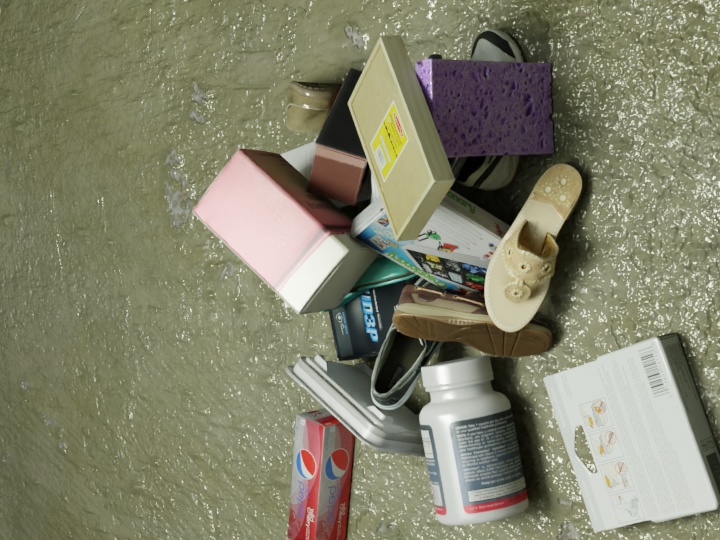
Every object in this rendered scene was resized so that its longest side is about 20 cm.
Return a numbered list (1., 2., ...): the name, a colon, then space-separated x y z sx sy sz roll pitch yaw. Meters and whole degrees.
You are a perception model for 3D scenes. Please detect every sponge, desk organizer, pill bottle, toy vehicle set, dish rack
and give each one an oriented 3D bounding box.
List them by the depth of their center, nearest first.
1. toy vehicle set: 0.043 -0.150 1.340 0.124 0.026 0.200 123 135 -55
2. sponge: 0.148 -0.189 1.374 0.030 0.200 0.112 5 99 50
3. pill bottle: 0.140 0.214 1.499 0.120 0.120 0.200 -12 87 46
4. desk organizer: -0.009 -0.177 1.537 0.072 0.200 0.077 17 130 2
5. dish rack: 0.008 0.178 1.607 0.200 0.172 0.044 39 102 35

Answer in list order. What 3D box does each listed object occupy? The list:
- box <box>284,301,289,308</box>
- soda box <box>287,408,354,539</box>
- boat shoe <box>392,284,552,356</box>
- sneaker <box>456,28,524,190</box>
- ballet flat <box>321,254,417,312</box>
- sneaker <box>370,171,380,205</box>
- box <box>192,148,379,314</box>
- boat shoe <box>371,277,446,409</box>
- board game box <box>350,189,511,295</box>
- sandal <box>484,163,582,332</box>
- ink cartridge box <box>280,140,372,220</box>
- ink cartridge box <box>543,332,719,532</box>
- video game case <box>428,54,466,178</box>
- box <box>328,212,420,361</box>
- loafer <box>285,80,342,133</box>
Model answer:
1. box: -0.088 0.023 1.677 0.200 0.041 0.039 -101 5 -86
2. soda box: -0.059 0.311 1.754 0.063 0.070 0.200 16 107 43
3. boat shoe: 0.144 0.055 1.475 0.200 0.072 0.072 8 144 12
4. sneaker: 0.153 -0.198 1.449 0.076 0.088 0.200 4 98 47
5. ballet flat: 0.000 0.000 1.581 0.200 0.067 0.070 -23 86 46
6. sneaker: 0.039 -0.108 1.466 0.075 0.087 0.200 8 118 16
7. box: -0.092 -0.051 1.502 0.200 0.128 0.109 42 105 14
8. boat shoe: 0.072 0.088 1.530 0.072 0.071 0.200 21 77 11
9. board game box: 0.104 -0.038 1.458 0.126 0.200 0.035 -38 31 42
10. sandal: 0.199 -0.030 1.383 0.078 0.070 0.212 24 92 13
11. ink cartridge box: -0.021 -0.115 1.615 0.200 0.076 0.148 -18 50 21
12. ink cartridge box: 0.319 0.192 1.364 0.174 0.044 0.200 -27 77 45
13. video game case: 0.088 -0.158 1.493 0.200 0.019 0.143 115 145 -61
14. box: 0.017 0.020 1.651 0.159 0.046 0.200 -13 86 46
15. loafer: -0.067 -0.226 1.636 0.200 0.076 0.068 -137 50 -82
